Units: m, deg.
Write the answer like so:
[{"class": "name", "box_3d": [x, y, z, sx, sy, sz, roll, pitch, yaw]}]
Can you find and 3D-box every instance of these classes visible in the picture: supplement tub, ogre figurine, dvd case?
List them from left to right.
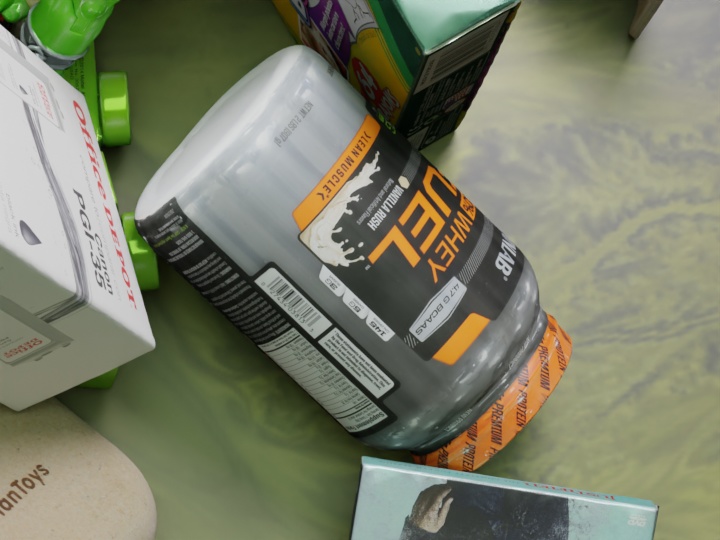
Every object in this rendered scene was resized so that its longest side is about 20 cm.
[{"class": "ogre figurine", "box_3d": [-0.121, -0.190, 1.324, 0.098, 0.120, 0.201, 40, 60, -18]}, {"class": "supplement tub", "box_3d": [0.000, 0.000, 1.314, 0.200, 0.122, 0.123, 43, 76, -13]}, {"class": "dvd case", "box_3d": [0.055, 0.197, 1.305, 0.145, 0.022, 0.201, 10, 98, -3]}]

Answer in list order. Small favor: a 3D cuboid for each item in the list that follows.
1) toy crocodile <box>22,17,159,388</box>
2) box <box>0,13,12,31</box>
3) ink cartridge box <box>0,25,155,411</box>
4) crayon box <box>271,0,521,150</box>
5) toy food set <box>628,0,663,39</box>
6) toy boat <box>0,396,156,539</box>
[{"class": "toy crocodile", "box_3d": [-0.141, -0.041, 1.362, 0.067, 0.062, 0.201, -9, 73, -7]}, {"class": "box", "box_3d": [-0.235, -0.208, 1.338, 0.200, 0.035, 0.111, 33, 71, -39]}, {"class": "ink cartridge box", "box_3d": [-0.180, -0.039, 1.219, 0.082, 0.200, 0.147, -23, 67, 12]}, {"class": "crayon box", "box_3d": [-0.004, -0.156, 1.323, 0.058, 0.200, 0.173, -30, 81, -13]}, {"class": "toy food set", "box_3d": [0.078, -0.201, 1.371, 0.200, 0.144, 0.060, 39, 76, 4]}, {"class": "toy boat", "box_3d": [-0.193, 0.148, 1.280, 0.130, 0.131, 0.200, 39, 34, 4]}]
